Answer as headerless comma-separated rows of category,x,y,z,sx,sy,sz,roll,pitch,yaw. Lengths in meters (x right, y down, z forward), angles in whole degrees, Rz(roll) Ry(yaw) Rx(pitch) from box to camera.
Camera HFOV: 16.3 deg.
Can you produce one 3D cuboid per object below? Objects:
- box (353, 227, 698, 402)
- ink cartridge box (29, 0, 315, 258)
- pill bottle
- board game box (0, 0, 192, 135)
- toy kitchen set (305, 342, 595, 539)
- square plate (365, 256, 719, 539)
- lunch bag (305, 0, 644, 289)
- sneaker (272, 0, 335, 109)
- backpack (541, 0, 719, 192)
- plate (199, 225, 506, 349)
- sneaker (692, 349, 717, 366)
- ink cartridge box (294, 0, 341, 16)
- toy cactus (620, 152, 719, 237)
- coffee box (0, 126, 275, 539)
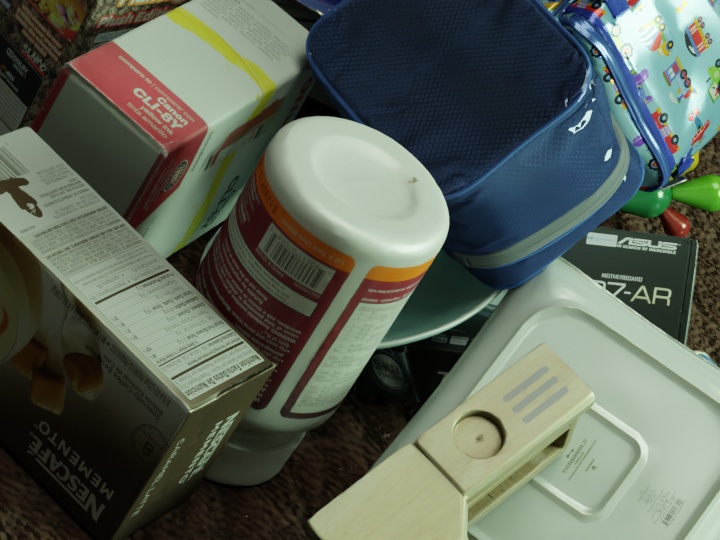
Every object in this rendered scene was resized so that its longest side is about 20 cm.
box,0.107,0.028,1.573,0.199,0.044,0.160,8,34,8
ink cartridge box,-0.121,-0.076,1.500,0.083,0.145,0.200,39,35,9
pill bottle,-0.041,0.021,1.394,0.109,0.200,0.110,21,36,-16
board game box,-0.191,-0.188,1.535,0.159,0.200,0.097,47,37,20
toy kitchen set,0.099,0.153,1.315,0.180,0.163,0.200,-36,70,-23
square plate,0.129,0.111,1.453,0.198,0.028,0.200,34,74,14
lunch bag,0.067,-0.096,1.508,0.200,0.136,0.132,55,0,38
sneaker,-0.022,-0.157,1.744,0.200,0.073,0.071,15,40,-23
backpack,0.138,-0.118,1.652,0.200,0.183,0.134,-40,32,-24
plate,0.000,0.000,1.549,0.199,0.026,0.200,-4,32,2
sneaker,0.180,0.082,1.591,0.200,0.090,0.075,14,38,-26
ink cartridge box,-0.005,-0.203,1.757,0.196,0.043,0.200,14,13,-41
toy cactus,0.156,-0.072,1.786,0.200,0.102,0.165,34,53,-2
coffee box,-0.160,0.035,1.362,0.200,0.114,0.080,44,35,15
